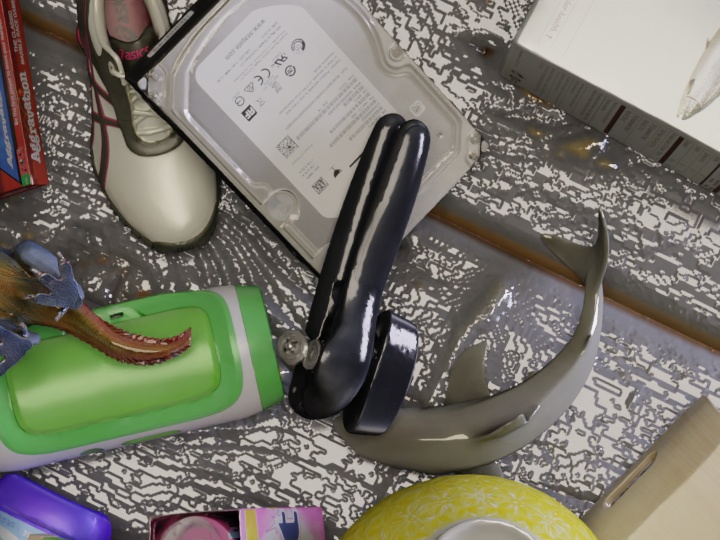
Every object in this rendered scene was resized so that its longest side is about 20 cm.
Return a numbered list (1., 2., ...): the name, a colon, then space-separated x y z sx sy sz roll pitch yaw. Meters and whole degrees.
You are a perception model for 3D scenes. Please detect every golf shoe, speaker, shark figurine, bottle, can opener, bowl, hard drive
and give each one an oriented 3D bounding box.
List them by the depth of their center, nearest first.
1. bowl: 0.070 0.202 1.625 0.200 0.108 0.200 2 65 -5
2. bottle: -0.229 0.229 1.694 0.083 0.065 0.200 25 84 7
3. can opener: 0.000 0.000 1.695 0.079 0.063 0.200 12 89 -40
4. speaker: -0.152 0.067 1.706 0.200 0.088 0.089 -13 84 -3
5. hard drive: -0.031 -0.099 1.709 0.140 0.038 0.200 -45 114 -5
6. shark figurine: 0.103 0.072 1.711 0.214 0.090 0.128 -42 87 -4
7. golf shoe: -0.141 -0.108 1.727 0.077 0.088 0.200 -16 85 -5

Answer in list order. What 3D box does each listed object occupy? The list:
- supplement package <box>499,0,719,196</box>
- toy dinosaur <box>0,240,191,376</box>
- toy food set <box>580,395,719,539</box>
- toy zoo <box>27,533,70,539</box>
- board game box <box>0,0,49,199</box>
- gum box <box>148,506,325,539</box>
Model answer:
1. supplement package: 0.204 -0.134 1.721 0.200 0.117 0.117 28 83 2
2. toy dinosaur: -0.232 0.017 1.687 0.200 0.181 0.105 31 89 -24
3. toy food set: 0.236 0.198 1.719 0.200 0.060 0.144 45 96 5
4. toy zoo: -0.116 0.236 1.613 0.200 0.020 0.131 7 89 25
5. board game box: -0.255 -0.140 1.732 0.103 0.019 0.200 -15 82 37
6. gum box: -0.067 0.246 1.664 0.066 0.113 0.200 -8 83 24
